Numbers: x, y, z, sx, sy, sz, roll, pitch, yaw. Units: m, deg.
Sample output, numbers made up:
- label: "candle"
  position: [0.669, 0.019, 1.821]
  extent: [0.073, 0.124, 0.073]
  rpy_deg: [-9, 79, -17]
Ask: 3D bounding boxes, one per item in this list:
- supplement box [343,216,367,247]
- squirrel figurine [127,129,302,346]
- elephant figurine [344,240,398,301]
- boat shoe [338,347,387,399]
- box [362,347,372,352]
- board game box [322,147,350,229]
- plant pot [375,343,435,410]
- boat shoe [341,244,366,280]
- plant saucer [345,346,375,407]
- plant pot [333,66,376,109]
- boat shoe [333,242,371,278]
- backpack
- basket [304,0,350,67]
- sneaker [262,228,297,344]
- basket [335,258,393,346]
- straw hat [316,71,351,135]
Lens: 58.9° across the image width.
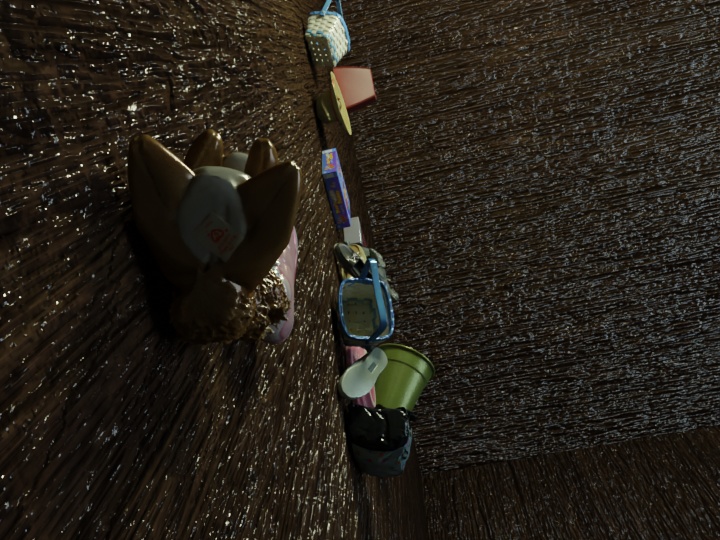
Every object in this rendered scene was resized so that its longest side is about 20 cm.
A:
- label: "supplement box"
  position: [-0.012, -0.079, 2.193]
  extent: [0.201, 0.060, 0.111]
  rpy_deg: [70, 11, -55]
- label: "squirrel figurine"
  position: [-0.130, -0.030, 0.611]
  extent: [0.187, 0.138, 0.204]
  rpy_deg: [-124, -145, -77]
- label: "elephant figurine"
  position: [0.031, 0.000, 1.973]
  extent: [0.200, 0.152, 0.145]
  rpy_deg: [-139, -124, -72]
- label: "boat shoe"
  position: [-0.003, 0.252, 1.497]
  extent: [0.070, 0.071, 0.200]
  rpy_deg: [51, 34, 2]
- label: "box"
  position: [0.003, 0.167, 1.921]
  extent: [0.202, 0.050, 0.160]
  rpy_deg: [-94, 173, -50]
- label: "board game box"
  position: [-0.073, -0.251, 1.955]
  extent: [0.136, 0.044, 0.202]
  rpy_deg: [-94, 172, -51]
- label: "plant pot"
  position: [0.102, 0.356, 1.900]
  extent: [0.202, 0.196, 0.192]
  rpy_deg: [74, 34, -47]
- label: "boat shoe"
  position: [-0.021, -0.005, 1.881]
  extent: [0.063, 0.072, 0.203]
  rpy_deg: [63, 19, -49]
- label: "plant saucer"
  position: [0.003, 0.290, 1.689]
  extent: [0.200, 0.050, 0.205]
  rpy_deg: [-10, 90, -85]
- label: "plant pot"
  position: [-0.021, -0.877, 3.068]
  extent: [0.200, 0.173, 0.204]
  rpy_deg: [-65, 144, -82]
- label: "boat shoe"
  position: [0.000, 0.000, 1.808]
  extent: [0.202, 0.056, 0.067]
  rpy_deg: [57, 41, -11]
- label: "backpack"
  position: [0.047, 0.402, 1.499]
  extent: [0.201, 0.163, 0.128]
  rpy_deg: [77, 24, -55]
- label: "basket"
  position: [-0.101, -0.786, 2.088]
  extent: [0.202, 0.137, 0.177]
  rpy_deg: [-63, 156, -27]
- label: "sneaker"
  position: [-0.119, -0.013, 0.803]
  extent: [0.105, 0.074, 0.205]
  rpy_deg: [79, 5, -79]
- label: "basket"
  position: [0.015, 0.094, 1.541]
  extent: [0.201, 0.136, 0.179]
  rpy_deg: [123, -35, -53]
- label: "straw hat"
  position: [-0.098, -0.511, 1.995]
  extent: [0.201, 0.083, 0.205]
  rpy_deg: [-16, 90, -82]
